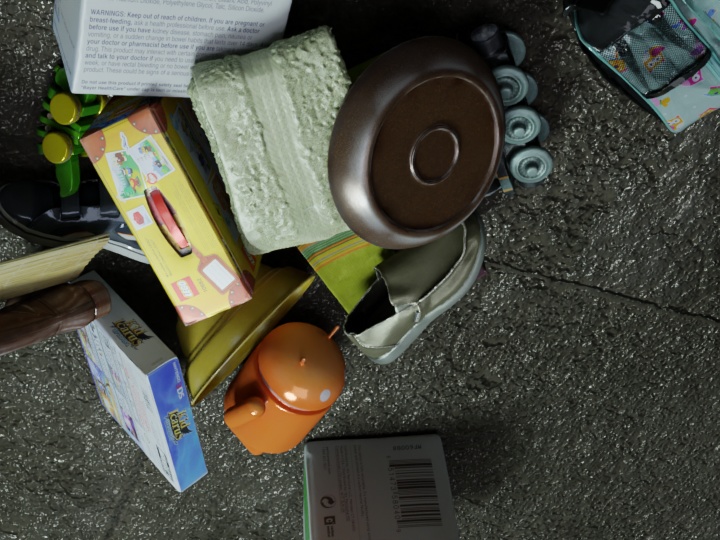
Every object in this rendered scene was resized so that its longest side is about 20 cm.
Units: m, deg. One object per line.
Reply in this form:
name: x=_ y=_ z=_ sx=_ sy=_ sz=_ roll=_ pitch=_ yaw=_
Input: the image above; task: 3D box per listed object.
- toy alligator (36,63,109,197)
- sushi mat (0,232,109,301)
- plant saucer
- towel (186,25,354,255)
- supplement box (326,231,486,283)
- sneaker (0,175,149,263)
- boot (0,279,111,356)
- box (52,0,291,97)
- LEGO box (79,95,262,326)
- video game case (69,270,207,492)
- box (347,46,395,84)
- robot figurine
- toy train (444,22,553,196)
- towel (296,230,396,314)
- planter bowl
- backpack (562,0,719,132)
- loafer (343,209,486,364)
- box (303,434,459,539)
toy alligator: x=-0.278 y=-0.171 z=1.031 sx=0.054 sy=0.059 sz=0.203 roll=23 pitch=111 yaw=13
sushi mat: x=-0.337 y=0.009 z=1.027 sx=0.199 sy=0.012 sz=0.095 roll=-21 pitch=168 yaw=-48
plant saucer: x=0.061 y=-0.110 z=0.982 sx=0.197 sy=0.032 sz=0.204 roll=-16 pitch=121 yaw=-29
towel: x=-0.062 y=-0.110 z=0.965 sx=0.146 sy=0.037 sz=0.202 roll=-17 pitch=123 yaw=-1
supplement box: x=0.037 y=-0.052 z=1.165 sx=0.110 sy=0.086 sz=0.200 roll=-33 pitch=129 yaw=19
sneaker: x=-0.273 y=-0.068 z=1.105 sx=0.197 sy=0.079 sz=0.080 roll=11 pitch=135 yaw=-34
boot: x=-0.384 y=0.060 z=1.101 sx=0.184 sy=0.199 sz=0.065 roll=-12 pitch=100 yaw=41
box: x=-0.156 y=-0.258 z=0.913 sx=0.181 sy=0.106 sz=0.202 roll=-2 pitch=134 yaw=-26
LEGO box: x=-0.171 y=-0.076 z=1.029 sx=0.076 sy=0.150 sz=0.202 roll=-21 pitch=113 yaw=11
video game case: x=-0.253 y=0.126 z=1.216 sx=0.045 sy=0.181 sz=0.202 roll=-32 pitch=139 yaw=-27
box: x=-0.033 y=-0.124 z=1.061 sx=0.197 sy=0.124 sz=0.048 roll=-23 pitch=154 yaw=12
robot figurine: x=-0.091 y=0.142 z=1.285 sx=0.142 sy=0.118 sz=0.201 roll=11 pitch=137 yaw=-29
toy train: x=0.128 y=-0.158 z=1.095 sx=0.112 sy=0.086 sz=0.201 roll=-12 pitch=134 yaw=17
towel: x=0.000 y=0.000 z=1.135 sx=0.085 sy=0.018 sz=0.201 roll=-24 pitch=132 yaw=15
planter bowl: x=-0.146 y=0.049 z=1.195 sx=0.083 sy=0.200 sz=0.201 roll=43 pitch=119 yaw=1
backpack: x=0.282 y=-0.235 z=0.986 sx=0.152 sy=0.178 sz=0.200 roll=-28 pitch=134 yaw=21
loafer: x=0.053 y=0.015 z=1.103 sx=0.069 sy=0.076 sz=0.201 roll=21 pitch=115 yaw=-39
box: x=0.022 y=0.355 z=1.449 sx=0.196 sy=0.201 sz=0.173 roll=-3 pitch=133 yaw=-5
